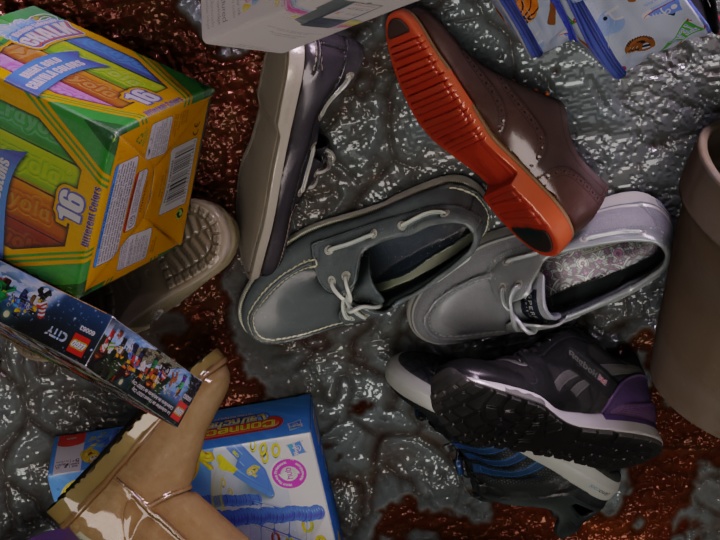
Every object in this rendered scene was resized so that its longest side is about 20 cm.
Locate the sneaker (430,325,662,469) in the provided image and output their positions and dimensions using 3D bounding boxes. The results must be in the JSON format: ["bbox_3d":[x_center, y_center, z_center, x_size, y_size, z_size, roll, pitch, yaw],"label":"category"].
[{"bbox_3d":[0.124,0.078,1.743,0.200,0.088,0.076,18,146,-38],"label":"sneaker"}]

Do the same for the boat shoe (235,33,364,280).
[{"bbox_3d":[-0.041,-0.076,1.693,0.063,0.073,0.200,-1,127,-20],"label":"boat shoe"}]

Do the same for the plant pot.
[{"bbox_3d":[0.283,0.021,1.674,0.200,0.200,0.174,19,115,-10],"label":"plant pot"}]

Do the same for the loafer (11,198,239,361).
[{"bbox_3d":[-0.162,0.009,1.735,0.200,0.068,0.076,-23,81,26],"label":"loafer"}]

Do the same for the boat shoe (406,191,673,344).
[{"bbox_3d":[0.124,0.007,1.736,0.201,0.072,0.070,-23,115,11],"label":"boat shoe"}]

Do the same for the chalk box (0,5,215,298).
[{"bbox_3d":[-0.220,-0.090,1.635,0.200,0.124,0.125,24,117,20],"label":"chalk box"}]

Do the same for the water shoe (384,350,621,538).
[{"bbox_3d":[0.093,0.132,1.798,0.200,0.072,0.079,29,111,-15],"label":"water shoe"}]

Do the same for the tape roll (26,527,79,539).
[{"bbox_3d":[-0.193,0.287,1.816,0.200,0.066,0.200,0,116,0],"label":"tape roll"}]

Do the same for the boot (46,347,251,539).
[{"bbox_3d":[-0.096,0.181,1.744,0.200,0.066,0.175,44,82,-5],"label":"boot"}]

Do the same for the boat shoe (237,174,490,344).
[{"bbox_3d":[0.000,0.000,1.737,0.200,0.062,0.073,-27,114,13],"label":"boat shoe"}]

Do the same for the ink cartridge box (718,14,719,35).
[{"bbox_3d":[0.355,-0.165,1.609,0.200,0.083,0.146,-40,70,17],"label":"ink cartridge box"}]

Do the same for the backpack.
[{"bbox_3d":[0.141,-0.215,1.567,0.154,0.200,0.191,-30,120,19],"label":"backpack"}]

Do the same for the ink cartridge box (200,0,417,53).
[{"bbox_3d":[-0.018,-0.215,1.540,0.067,0.200,0.117,5,77,-39],"label":"ink cartridge box"}]

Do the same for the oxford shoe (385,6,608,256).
[{"bbox_3d":[0.092,-0.107,1.694,0.073,0.071,0.200,-43,105,-20],"label":"oxford shoe"}]

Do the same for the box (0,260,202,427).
[{"bbox_3d":[-0.217,0.031,1.644,0.200,0.137,0.038,25,80,29],"label":"box"}]

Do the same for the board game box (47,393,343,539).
[{"bbox_3d":[-0.113,0.204,1.842,0.196,0.056,0.200,-10,116,4],"label":"board game box"}]
